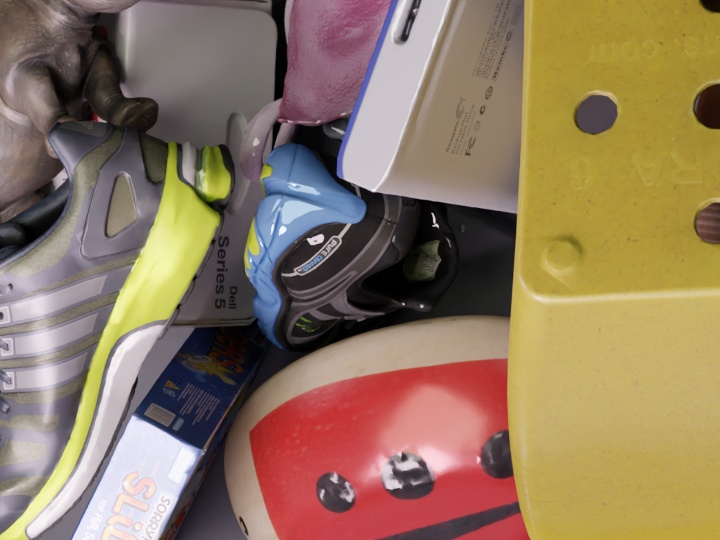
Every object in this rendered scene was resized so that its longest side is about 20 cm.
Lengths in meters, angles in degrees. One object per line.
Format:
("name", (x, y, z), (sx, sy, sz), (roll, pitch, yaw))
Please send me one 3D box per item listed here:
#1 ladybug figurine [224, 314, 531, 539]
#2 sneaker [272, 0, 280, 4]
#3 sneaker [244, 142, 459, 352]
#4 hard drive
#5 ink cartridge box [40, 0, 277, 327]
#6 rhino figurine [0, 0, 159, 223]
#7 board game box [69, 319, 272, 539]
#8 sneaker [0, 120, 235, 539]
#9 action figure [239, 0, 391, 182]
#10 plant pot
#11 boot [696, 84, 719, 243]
("ladybug figurine", (0.027, 0.085, 1.227), (0.199, 0.136, 0.072), (-25, 41, 32))
("sneaker", (-0.032, -0.217, 1.296), (0.088, 0.075, 0.201), (35, 107, 41))
("sneaker", (0.000, 0.000, 1.210), (0.082, 0.200, 0.071), (15, 80, 7))
("hard drive", (0.064, -0.090, 1.158), (0.025, 0.200, 0.133), (23, 98, 25))
("ink cartridge box", (-0.134, -0.055, 1.304), (0.199, 0.084, 0.147), (6, 95, 49))
("rhino figurine", (-0.129, -0.081, 1.193), (0.087, 0.060, 0.201), (46, 120, 34))
("board game box", (-0.093, 0.098, 1.258), (0.034, 0.200, 0.136), (27, 106, 0))
("sneaker", (-0.127, 0.024, 1.168), (0.081, 0.074, 0.201), (24, 104, -13))
("action figure", (-0.002, -0.157, 1.232), (0.148, 0.134, 0.201), (-18, 97, 15))
("plant pot", (0.142, -0.023, 1.027), (0.199, 0.177, 0.201), (-2, 66, 16))
("boot", (0.229, -0.061, 1.157), (0.199, 0.077, 0.156), (9, 92, 35))
